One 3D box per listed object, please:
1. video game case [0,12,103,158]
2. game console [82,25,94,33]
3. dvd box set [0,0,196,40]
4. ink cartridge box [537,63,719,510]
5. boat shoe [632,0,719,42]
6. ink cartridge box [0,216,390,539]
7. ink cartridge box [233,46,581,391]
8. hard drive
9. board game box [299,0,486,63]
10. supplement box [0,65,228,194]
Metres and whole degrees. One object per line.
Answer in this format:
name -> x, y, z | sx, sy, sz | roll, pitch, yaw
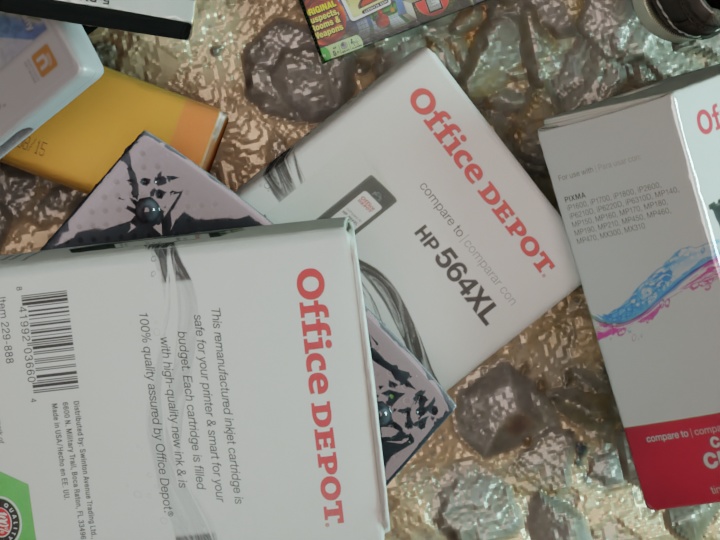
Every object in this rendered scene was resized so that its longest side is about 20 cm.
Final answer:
video game case -> -0.232, -0.128, 0.915 | 0.182, 0.022, 0.201 | -34, 77, 26
game console -> -0.121, -0.221, 0.928 | 0.176, 0.116, 0.201 | -29, 81, 40
dvd box set -> -0.133, -0.210, 0.840 | 0.146, 0.029, 0.201 | 9, 78, -7
ink cartridge box -> 0.183, 0.001, 0.960 | 0.085, 0.147, 0.201 | -11, 98, 40
boat shoe -> 0.199, -0.216, 0.983 | 0.071, 0.061, 0.202 | 18, 86, -18
ink cartridge box -> -0.092, 0.060, 0.864 | 0.199, 0.084, 0.147 | -6, 95, 1
ink cartridge box -> 0.000, 0.000, 0.988 | 0.200, 0.084, 0.146 | -39, 94, 3
hard drive -> -0.067, 0.042, 0.927 | 0.200, 0.042, 0.135 | 41, 94, -3
board game box -> 0.055, -0.193, 1.011 | 0.199, 0.023, 0.105 | -21, 92, -1
supplement box -> -0.171, -0.086, 0.986 | 0.199, 0.069, 0.067 | 21, 92, -5
